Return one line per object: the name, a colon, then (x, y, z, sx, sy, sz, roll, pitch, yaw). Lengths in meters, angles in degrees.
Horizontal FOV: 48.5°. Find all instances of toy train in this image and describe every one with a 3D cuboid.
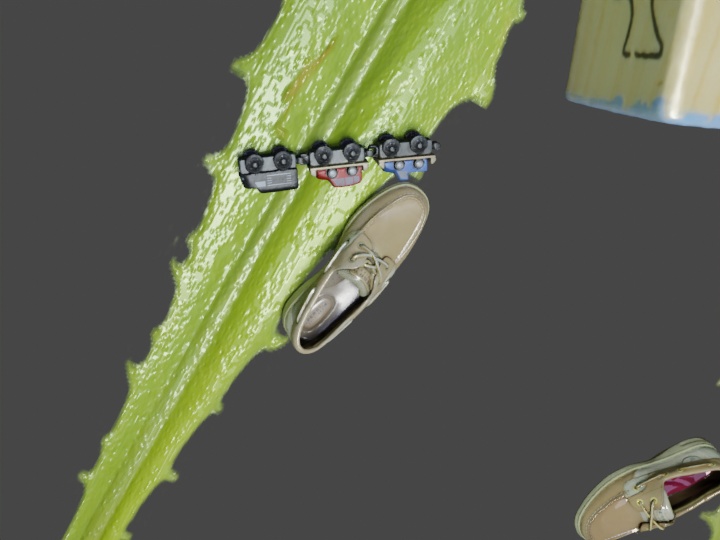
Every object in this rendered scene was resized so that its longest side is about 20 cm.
toy train: (-0.018, -0.102, 0.772, 0.199, 0.034, 0.046, -8, 112, -10)

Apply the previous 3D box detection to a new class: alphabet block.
alphabet block: (0.327, -0.238, 0.728, 0.195, 0.195, 0.201, 2, 108, -16)

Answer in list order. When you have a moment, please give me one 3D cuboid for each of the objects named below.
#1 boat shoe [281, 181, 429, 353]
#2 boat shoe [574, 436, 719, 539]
boat shoe: (0.000, 0.000, 0.791, 0.072, 0.065, 0.200, 41, 94, -21)
boat shoe: (0.352, 0.271, 0.958, 0.199, 0.066, 0.074, -31, 111, -2)
